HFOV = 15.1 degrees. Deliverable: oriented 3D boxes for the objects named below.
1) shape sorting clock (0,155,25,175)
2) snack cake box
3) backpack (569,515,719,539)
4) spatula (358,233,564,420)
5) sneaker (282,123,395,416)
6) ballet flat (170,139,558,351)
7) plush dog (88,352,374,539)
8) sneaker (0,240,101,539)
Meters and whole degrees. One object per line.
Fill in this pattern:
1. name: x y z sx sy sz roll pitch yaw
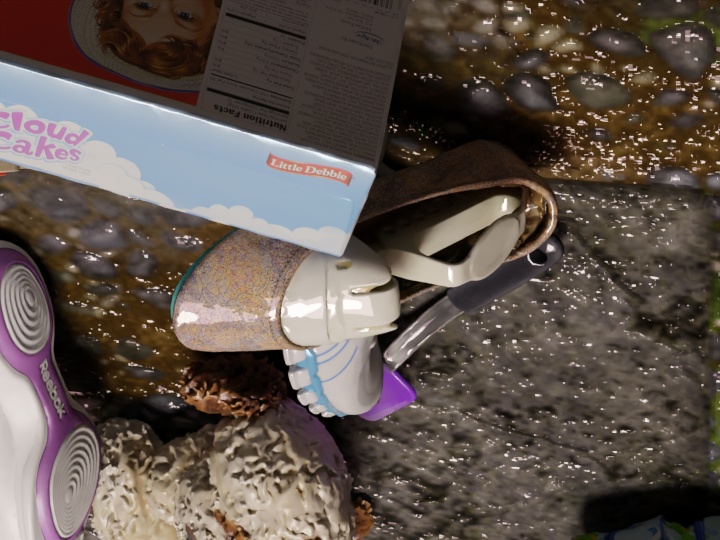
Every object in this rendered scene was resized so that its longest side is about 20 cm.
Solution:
1. shape sorting clock: -0.216 -0.049 1.235 0.199 0.040 0.200 -7 180 0
2. snack cake box: -0.086 -0.093 1.160 0.199 0.116 0.067 16 143 -6
3. backpack: 0.176 0.223 1.509 0.153 0.164 0.200 -24 126 28
4. spatula: 0.038 0.025 1.370 0.056 0.021 0.200 42 135 -11
5. sneaker: 0.000 0.000 1.303 0.086 0.075 0.201 -5 139 9
6. ballet flat: 0.009 -0.007 1.203 0.067 0.199 0.068 34 138 39
7. plush dog: -0.050 0.138 1.454 0.160 0.201 0.172 -16 161 -18
8. sneaker: -0.198 0.075 1.436 0.099 0.075 0.201 0 114 27
